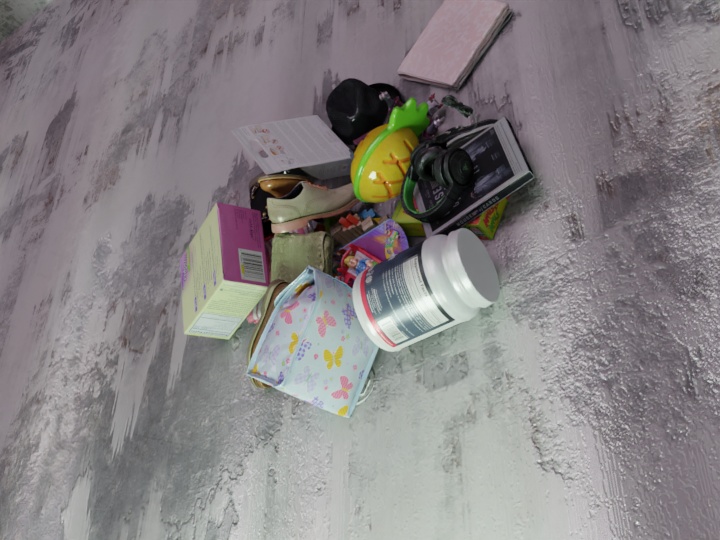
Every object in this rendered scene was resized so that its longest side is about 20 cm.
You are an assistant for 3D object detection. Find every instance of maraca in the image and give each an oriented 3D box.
[{"bbox_3d":[0.054,-0.204,1.623,0.107,0.137,0.201,38,108,26],"label":"maraca"}]

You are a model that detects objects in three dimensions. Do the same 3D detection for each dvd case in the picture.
[{"bbox_3d":[0.179,-0.148,1.543,0.199,0.025,0.151,-34,41,19],"label":"dvd case"}]

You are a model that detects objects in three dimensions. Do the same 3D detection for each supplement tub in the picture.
[{"bbox_3d":[0.100,0.030,1.464,0.199,0.140,0.141,-26,45,28],"label":"supplement tub"}]

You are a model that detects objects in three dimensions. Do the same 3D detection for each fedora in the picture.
[{"bbox_3d":[-0.010,-0.318,1.882,0.200,0.091,0.202,-26,45,29],"label":"fedora"}]

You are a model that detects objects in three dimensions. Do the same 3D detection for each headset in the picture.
[{"bbox_3d":[0.125,-0.179,1.527,0.123,0.094,0.201,31,95,52],"label":"headset"}]

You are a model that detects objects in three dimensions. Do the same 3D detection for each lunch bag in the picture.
[{"bbox_3d":[-0.065,0.113,1.530,0.127,0.169,0.201,15,80,49],"label":"lunch bag"}]

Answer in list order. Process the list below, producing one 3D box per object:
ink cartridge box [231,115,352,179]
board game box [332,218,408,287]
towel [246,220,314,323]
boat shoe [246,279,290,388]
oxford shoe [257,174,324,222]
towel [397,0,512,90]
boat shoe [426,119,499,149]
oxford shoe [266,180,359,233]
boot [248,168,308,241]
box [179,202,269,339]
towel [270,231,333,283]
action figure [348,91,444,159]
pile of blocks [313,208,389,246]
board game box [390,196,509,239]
[{"bbox_3d":[-0.131,-0.231,1.826,0.160,0.199,0.047,50,142,36],"label":"ink cartridge box"},{"bbox_3d":[0.000,0.000,1.630,0.199,0.039,0.159,-30,53,38],"label":"board game box"},{"bbox_3d":[-0.155,-0.002,1.785,0.200,0.030,0.147,-33,54,36],"label":"towel"},{"bbox_3d":[-0.146,0.119,1.654,0.068,0.072,0.202,20,105,39],"label":"boat shoe"},{"bbox_3d":[-0.121,-0.136,1.773,0.071,0.200,0.072,-7,76,33],"label":"oxford shoe"},{"bbox_3d":[0.182,-0.451,1.849,0.201,0.032,0.191,-55,40,-4],"label":"towel"},{"bbox_3d":[0.164,-0.222,1.652,0.199,0.075,0.061,-24,52,29],"label":"boat shoe"},{"bbox_3d":[-0.078,-0.132,1.719,0.199,0.074,0.071,-24,17,-26],"label":"oxford shoe"},{"bbox_3d":[-0.163,-0.152,1.920,0.199,0.073,0.151,-25,44,34],"label":"boot"},{"bbox_3d":[-0.263,0.004,1.801,0.200,0.096,0.177,-47,43,43],"label":"box"},{"bbox_3d":[-0.106,0.030,1.687,0.148,0.036,0.202,3,94,41],"label":"towel"},{"bbox_3d":[0.085,-0.252,1.760,0.200,0.149,0.134,-38,62,-14],"label":"action figure"},{"bbox_3d":[-0.024,-0.090,1.743,0.199,0.062,0.083,-9,54,40],"label":"pile of blocks"},{"bbox_3d":[0.152,-0.111,1.598,0.199,0.048,0.102,5,65,46],"label":"board game box"}]
